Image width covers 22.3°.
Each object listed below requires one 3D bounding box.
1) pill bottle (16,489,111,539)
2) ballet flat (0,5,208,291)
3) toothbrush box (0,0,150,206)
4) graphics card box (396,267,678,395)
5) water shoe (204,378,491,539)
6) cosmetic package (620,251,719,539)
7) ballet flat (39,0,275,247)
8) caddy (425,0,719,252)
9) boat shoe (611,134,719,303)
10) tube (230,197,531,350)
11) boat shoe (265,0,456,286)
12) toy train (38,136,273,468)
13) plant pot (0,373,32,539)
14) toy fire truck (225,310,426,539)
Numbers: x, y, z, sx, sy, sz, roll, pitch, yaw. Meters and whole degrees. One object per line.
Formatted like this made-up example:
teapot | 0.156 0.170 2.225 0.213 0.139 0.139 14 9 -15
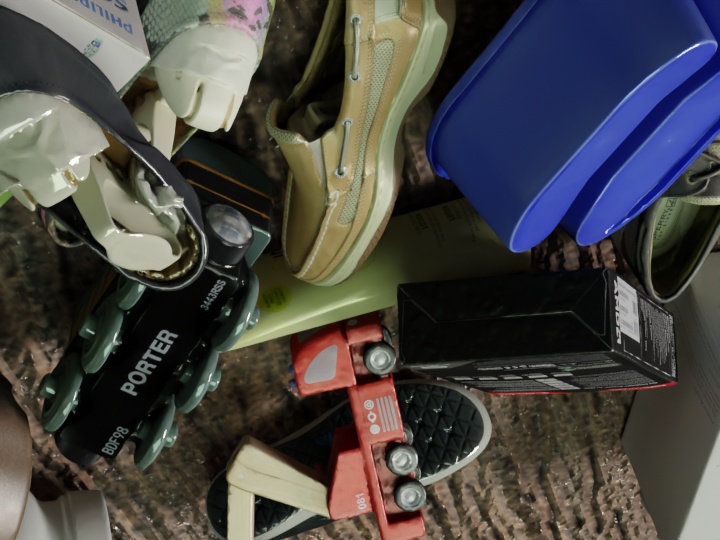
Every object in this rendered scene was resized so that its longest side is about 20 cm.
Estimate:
pill bottle | -0.260 0.195 1.156 0.198 0.117 0.117 -4 138 -16
ballet flat | -0.130 -0.049 0.837 0.073 0.074 0.200 -28 142 13
toothbrush box | -0.221 -0.095 0.867 0.200 0.087 0.145 -39 136 25
graphics card box | 0.109 0.040 1.072 0.124 0.052 0.200 -4 171 20
water shoe | -0.009 0.127 1.219 0.198 0.072 0.079 -19 166 2
cosmetic package | 0.243 0.093 1.218 0.080 0.114 0.201 -6 140 -11
ballet flat | -0.102 -0.083 0.933 0.069 0.072 0.200 22 126 -35
caddy | 0.122 -0.102 0.968 0.141 0.105 0.200 -6 145 -50
boat shoe | 0.200 -0.063 1.062 0.071 0.066 0.202 -4 139 -17
tube | 0.000 0.000 1.065 0.198 0.053 0.058 -15 175 -7
boat shoe | -0.018 -0.076 0.968 0.075 0.072 0.202 -5 129 -32
toy train | -0.113 0.021 1.012 0.085 0.115 0.200 23 128 -17
plant pot | -0.299 0.103 0.992 0.200 0.202 0.197 -39 142 24
toy fire truck | -0.032 0.130 1.143 0.139 0.049 0.202 -13 104 0
